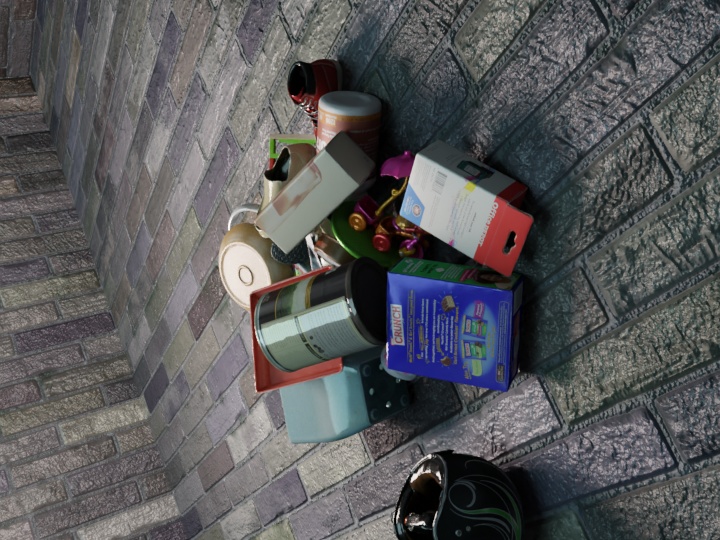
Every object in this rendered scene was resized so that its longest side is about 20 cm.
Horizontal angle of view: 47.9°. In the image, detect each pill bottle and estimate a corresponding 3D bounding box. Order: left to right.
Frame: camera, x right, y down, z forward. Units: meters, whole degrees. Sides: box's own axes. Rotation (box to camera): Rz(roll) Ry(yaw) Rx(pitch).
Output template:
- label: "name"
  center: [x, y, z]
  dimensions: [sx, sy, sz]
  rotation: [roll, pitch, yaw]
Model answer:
- label: "pill bottle"
  center: [-0.023, -0.210, 1.451]
  dimensions: [0.112, 0.112, 0.201]
  rotation: [37, 132, 47]

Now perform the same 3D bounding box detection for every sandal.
- label: "sandal"
  center: [-0.086, -0.083, 1.566]
  dimensions: [0.075, 0.200, 0.048]
  rotation: [50, 180, -5]

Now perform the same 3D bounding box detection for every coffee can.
- label: "coffee can"
  center: [-0.055, 0.076, 1.346]
  dimensions: [0.199, 0.146, 0.147]
  rotation: [-20, 84, 29]

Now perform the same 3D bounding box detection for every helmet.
- label: "helmet"
  center: [0.171, 0.402, 1.309]
  dimensions: [0.200, 0.190, 0.200]
  rotation: [-52, 22, 30]

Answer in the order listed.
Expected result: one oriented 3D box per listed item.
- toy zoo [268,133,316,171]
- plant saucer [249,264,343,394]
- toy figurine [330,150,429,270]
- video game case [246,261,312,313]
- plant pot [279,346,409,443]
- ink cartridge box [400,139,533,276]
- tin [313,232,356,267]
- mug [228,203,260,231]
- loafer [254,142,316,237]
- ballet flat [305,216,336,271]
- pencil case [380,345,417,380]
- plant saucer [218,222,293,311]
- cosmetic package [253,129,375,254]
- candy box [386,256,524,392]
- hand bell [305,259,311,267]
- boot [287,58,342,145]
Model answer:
- label: "toy zoo"
  center: [-0.117, -0.166, 1.591]
  dimensions: [0.020, 0.130, 0.201]
  rotation: [-29, -58, -80]
- label: "plant saucer"
  center: [-0.113, 0.112, 1.490]
  dimensions: [0.199, 0.037, 0.201]
  rotation: [-18, 68, 29]
- label: "toy figurine"
  center: [0.073, -0.103, 1.345]
  dimensions: [0.200, 0.150, 0.184]
  rotation: [43, 130, 9]
- label: "video game case"
  center: [-0.156, 0.050, 1.633]
  dimensions: [0.182, 0.023, 0.200]
  rotation: [44, 129, 15]
- label: "plant pot"
  center: [-0.019, 0.216, 1.557]
  dimensions: [0.199, 0.196, 0.197]
  rotation: [-6, 97, 46]
- label: "ink cartridge box"
  center: [0.166, -0.092, 1.198]
  dimensions: [0.200, 0.067, 0.117]
  rotation: [33, 132, 21]
- label: "tin"
  center: [0.000, 0.000, 1.440]
  dimensions: [0.042, 0.200, 0.112]
  rotation: [-55, 32, -1]
- label: "mug"
  center: [-0.183, -0.070, 1.701]
  dimensions: [0.199, 0.148, 0.176]
  rotation: [20, 125, 4]
- label: "loafer"
  center: [-0.156, -0.157, 1.535]
  dimensions: [0.076, 0.068, 0.201]
  rotation: [40, 108, 45]
- label: "ballet flat"
  center: [-0.061, -0.035, 1.506]
  dimensions: [0.073, 0.073, 0.201]
  rotation: [-13, 97, 59]
- label: "pencil case"
  center: [0.103, 0.108, 1.405]
  dimensions: [0.200, 0.083, 0.091]
  rotation: [117, 169, -48]
- label: "plant saucer"
  center: [-0.221, 0.005, 1.627]
  dimensions: [0.199, 0.035, 0.201]
  rotation: [15, 117, 32]
- label: "cosmetic package"
  center: [-0.079, -0.133, 1.385]
  dimensions: [0.087, 0.103, 0.200]
  rotation: [45, 121, -8]
- label: "candy box"
  center: [0.143, 0.081, 1.250]
  dimensions: [0.199, 0.077, 0.170]
  rotation: [9, 113, 22]
- label: "hand bell"
  center: [-0.015, -0.006, 1.570]
  dimensions: [0.200, 0.104, 0.105]
  rotation: [-21, 84, 47]
- label: "boot"
  center: [-0.084, -0.282, 1.481]
  dimensions: [0.072, 0.144, 0.201]
  rotation: [2, 106, 27]
